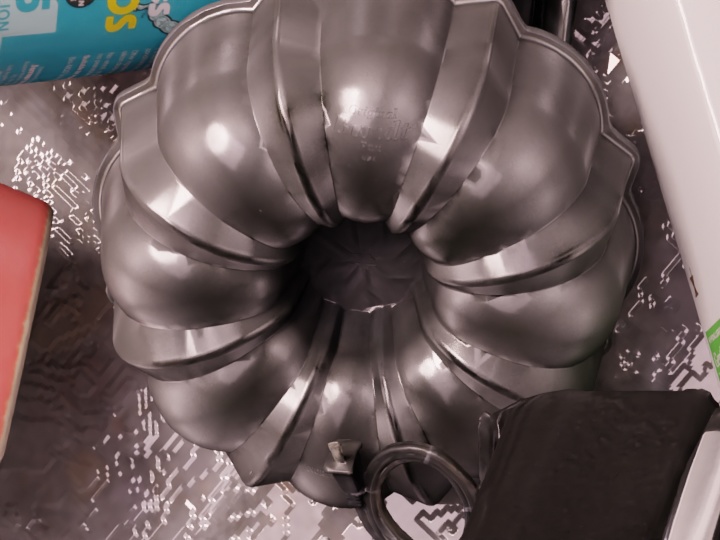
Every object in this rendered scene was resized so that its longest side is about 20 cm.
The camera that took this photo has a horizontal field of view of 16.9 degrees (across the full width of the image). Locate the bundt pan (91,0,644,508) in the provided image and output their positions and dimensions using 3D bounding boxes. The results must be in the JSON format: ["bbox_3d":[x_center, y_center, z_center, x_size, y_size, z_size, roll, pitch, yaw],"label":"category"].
[{"bbox_3d":[0.000,0.000,0.837,0.201,0.076,0.203,2,118,4],"label":"bundt pan"}]

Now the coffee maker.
[{"bbox_3d":[0.055,0.143,0.723,0.192,0.200,0.135,-13,119,35],"label":"coffee maker"}]

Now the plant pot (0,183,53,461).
[{"bbox_3d":[-0.213,0.025,0.893,0.177,0.200,0.201,12,89,-8],"label":"plant pot"}]

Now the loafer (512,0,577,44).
[{"bbox_3d":[0.057,-0.121,0.865,0.070,0.068,0.201,22,110,44],"label":"loafer"}]

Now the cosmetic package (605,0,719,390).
[{"bbox_3d":[0.150,-0.040,0.815,0.085,0.108,0.201,-16,79,-5],"label":"cosmetic package"}]

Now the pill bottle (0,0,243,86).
[{"bbox_3d":[-0.081,-0.128,0.871,0.199,0.111,0.111,-9,80,-23],"label":"pill bottle"}]

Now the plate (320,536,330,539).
[{"bbox_3d":[-0.080,0.206,0.807,0.032,0.200,0.200,36,134,-3],"label":"plate"}]
